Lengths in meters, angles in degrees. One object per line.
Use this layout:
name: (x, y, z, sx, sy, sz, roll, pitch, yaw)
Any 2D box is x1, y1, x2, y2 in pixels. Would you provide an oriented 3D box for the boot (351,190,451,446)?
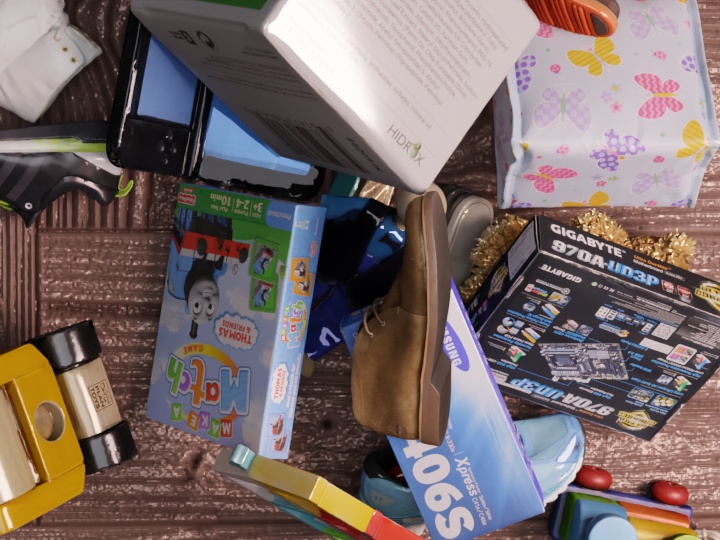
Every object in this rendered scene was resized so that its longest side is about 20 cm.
boot: (0.030, 0.036, 1.166, 0.075, 0.074, 0.200, 7, 112, 13)

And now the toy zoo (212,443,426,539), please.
toy zoo: (-0.028, 0.185, 1.217, 0.200, 0.131, 0.020, 36, 72, -35)

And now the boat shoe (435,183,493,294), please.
boat shoe: (0.049, 0.021, 1.326, 0.067, 0.057, 0.200, 19, 97, -45)

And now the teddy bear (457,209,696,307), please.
teddy bear: (0.179, 0.007, 1.297, 0.200, 0.067, 0.145, 17, 123, -22)

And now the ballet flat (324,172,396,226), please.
ballet flat: (0.020, -0.090, 1.311, 0.065, 0.071, 0.200, 21, 96, -31)

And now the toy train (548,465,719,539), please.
toy train: (0.268, 0.230, 1.326, 0.200, 0.116, 0.085, 12, 94, -6)

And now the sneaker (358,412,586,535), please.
sneaker: (0.093, 0.160, 1.305, 0.200, 0.078, 0.090, -18, 136, -4)

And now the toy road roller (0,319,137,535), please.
toy road roller: (-0.286, 0.128, 1.235, 0.146, 0.200, 0.123, -16, 96, 32)

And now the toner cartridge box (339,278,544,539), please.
toner cartridge box: (0.066, 0.113, 1.241, 0.095, 0.043, 0.200, -23, 99, 7)

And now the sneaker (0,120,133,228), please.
sneaker: (-0.286, -0.073, 1.271, 0.200, 0.072, 0.083, -6, 96, -5)

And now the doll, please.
doll: (0.000, 0.000, 1.258, 0.136, 0.048, 0.200, 37, 118, -12)

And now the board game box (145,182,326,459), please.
board game box: (-0.103, 0.037, 1.265, 0.037, 0.151, 0.200, 4, 96, -44)

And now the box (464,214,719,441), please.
box: (0.191, 0.051, 1.272, 0.200, 0.046, 0.159, 19, 133, -15)

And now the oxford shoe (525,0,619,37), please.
oxford shoe: (0.132, -0.252, 1.225, 0.200, 0.071, 0.073, 39, 83, 26)

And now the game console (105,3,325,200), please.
game console: (-0.100, -0.167, 1.263, 0.116, 0.176, 0.200, 12, 93, 22)

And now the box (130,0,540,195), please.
box: (-0.019, -0.192, 1.179, 0.200, 0.199, 0.171, 44, 75, -36)

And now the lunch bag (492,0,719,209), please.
lunch bag: (0.192, -0.155, 1.281, 0.169, 0.127, 0.200, -1, 62, -3)

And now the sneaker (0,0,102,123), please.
sneaker: (-0.252, -0.219, 1.267, 0.116, 0.074, 0.200, 28, 101, -9)
